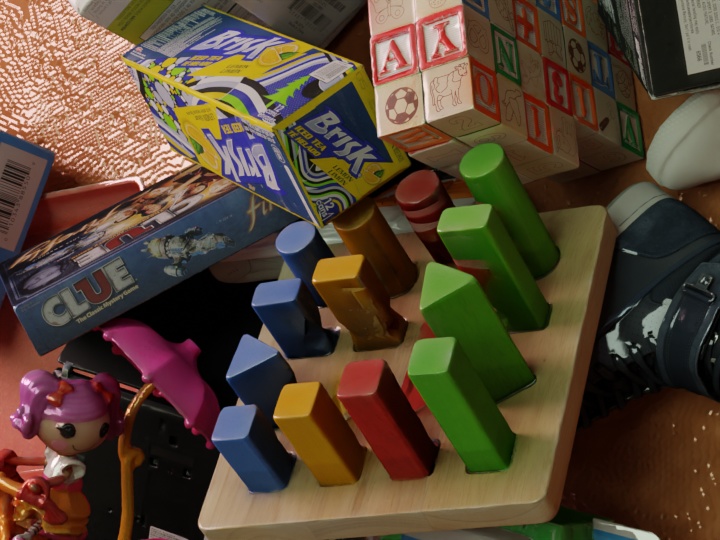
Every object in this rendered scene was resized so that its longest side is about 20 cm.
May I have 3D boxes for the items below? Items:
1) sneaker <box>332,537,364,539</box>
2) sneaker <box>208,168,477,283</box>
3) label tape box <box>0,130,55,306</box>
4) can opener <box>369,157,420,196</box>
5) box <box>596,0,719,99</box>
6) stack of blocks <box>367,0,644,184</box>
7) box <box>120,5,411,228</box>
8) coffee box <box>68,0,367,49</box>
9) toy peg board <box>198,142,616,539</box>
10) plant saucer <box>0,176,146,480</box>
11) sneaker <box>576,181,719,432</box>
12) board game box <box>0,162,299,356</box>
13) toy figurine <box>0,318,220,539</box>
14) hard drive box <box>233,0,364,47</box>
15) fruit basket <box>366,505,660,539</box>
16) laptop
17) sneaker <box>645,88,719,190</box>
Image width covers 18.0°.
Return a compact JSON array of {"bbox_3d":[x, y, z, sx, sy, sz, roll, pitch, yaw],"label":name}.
[{"bbox_3d":[-0.034,0.164,1.286,0.077,0.089,0.200,18,130,4],"label":"sneaker"},{"bbox_3d":[0.000,0.000,1.342,0.200,0.076,0.092,-8,108,30],"label":"sneaker"},{"bbox_3d":[-0.315,-0.043,1.534,0.200,0.066,0.143,18,89,34],"label":"label tape box"},{"bbox_3d":[0.043,-0.119,1.360,0.200,0.066,0.053,-49,58,20],"label":"can opener"},{"bbox_3d":[0.162,-0.212,1.181,0.086,0.164,0.200,-13,112,0],"label":"box"},{"bbox_3d":[0.082,-0.106,1.242,0.059,0.200,0.115,-16,69,30],"label":"stack of blocks"},{"bbox_3d":[-0.056,-0.089,1.262,0.064,0.070,0.200,-35,29,-15],"label":"box"},{"bbox_3d":[-0.095,-0.255,1.401,0.200,0.198,0.200,-46,57,13],"label":"coffee box"},{"bbox_3d":[0.011,0.029,1.182,0.199,0.098,0.200,-7,45,27],"label":"toy peg board"},{"bbox_3d":[-0.213,0.051,1.503,0.200,0.037,0.200,-9,74,32],"label":"plant saucer"},{"bbox_3d":[0.150,0.060,1.212,0.146,0.077,0.202,33,80,34],"label":"sneaker"},{"bbox_3d":[-0.114,-0.024,1.339,0.200,0.035,0.135,-28,15,-7],"label":"board game box"},{"bbox_3d":[-0.157,0.117,1.291,0.150,0.200,0.184,24,107,56],"label":"toy figurine"},{"bbox_3d":[-0.015,-0.237,1.242,0.200,0.156,0.077,-44,56,11],"label":"hard drive box"},{"bbox_3d":[0.063,0.220,1.242,0.185,0.094,0.200,13,89,35],"label":"fruit basket"},{"bbox_3d":[-0.092,0.093,1.399,0.177,0.103,0.200,16,113,20],"label":"laptop"},{"bbox_3d":[0.248,-0.079,1.211,0.200,0.075,0.089,-29,76,24],"label":"sneaker"}]
